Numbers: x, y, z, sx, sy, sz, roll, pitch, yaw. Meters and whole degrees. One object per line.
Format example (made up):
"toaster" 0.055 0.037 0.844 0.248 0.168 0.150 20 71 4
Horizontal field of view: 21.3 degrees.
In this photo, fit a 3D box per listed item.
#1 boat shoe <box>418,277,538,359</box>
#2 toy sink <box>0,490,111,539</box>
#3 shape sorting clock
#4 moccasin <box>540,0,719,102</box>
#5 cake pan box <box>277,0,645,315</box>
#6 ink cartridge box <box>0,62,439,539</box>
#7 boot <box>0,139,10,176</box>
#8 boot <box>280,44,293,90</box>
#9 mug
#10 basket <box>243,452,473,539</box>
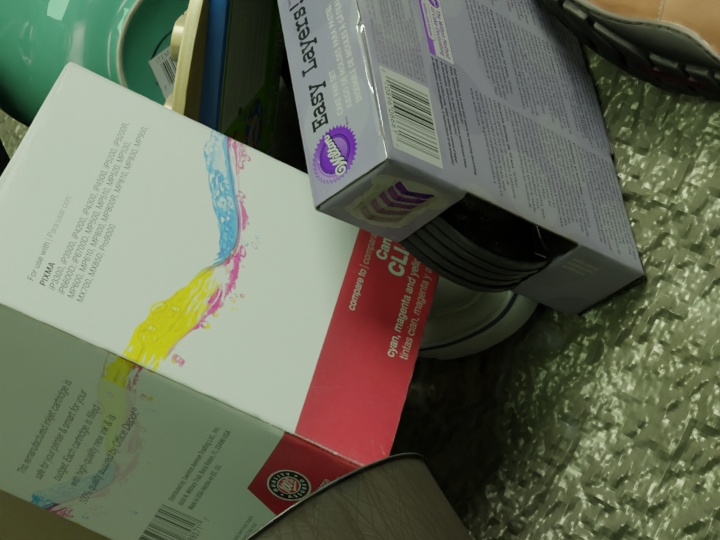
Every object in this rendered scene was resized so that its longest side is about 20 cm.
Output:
"boat shoe" 0.000 0.000 0.973 0.200 0.070 0.071 4 76 44
"toy sink" -0.178 0.123 1.045 0.112 0.200 0.130 -29 49 -5
"shape sorting clock" -0.073 -0.106 0.989 0.039 0.200 0.201 12 80 9
"moccasin" 0.155 -0.125 0.878 0.201 0.074 0.078 26 83 48
"cake pan box" 0.043 -0.087 0.888 0.052 0.184 0.200 -34 54 34
"ink cartridge box" -0.089 0.032 0.882 0.145 0.200 0.145 -54 14 49
"boot" -0.188 -0.041 1.067 0.162 0.199 0.073 17 46 19
"boot" 0.033 -0.179 1.017 0.186 0.064 0.200 10 77 58
"mug" -0.130 -0.155 1.091 0.114 0.152 0.186 26 105 45
"basket" 0.029 0.197 0.791 0.136 0.180 0.200 -36 75 -2
